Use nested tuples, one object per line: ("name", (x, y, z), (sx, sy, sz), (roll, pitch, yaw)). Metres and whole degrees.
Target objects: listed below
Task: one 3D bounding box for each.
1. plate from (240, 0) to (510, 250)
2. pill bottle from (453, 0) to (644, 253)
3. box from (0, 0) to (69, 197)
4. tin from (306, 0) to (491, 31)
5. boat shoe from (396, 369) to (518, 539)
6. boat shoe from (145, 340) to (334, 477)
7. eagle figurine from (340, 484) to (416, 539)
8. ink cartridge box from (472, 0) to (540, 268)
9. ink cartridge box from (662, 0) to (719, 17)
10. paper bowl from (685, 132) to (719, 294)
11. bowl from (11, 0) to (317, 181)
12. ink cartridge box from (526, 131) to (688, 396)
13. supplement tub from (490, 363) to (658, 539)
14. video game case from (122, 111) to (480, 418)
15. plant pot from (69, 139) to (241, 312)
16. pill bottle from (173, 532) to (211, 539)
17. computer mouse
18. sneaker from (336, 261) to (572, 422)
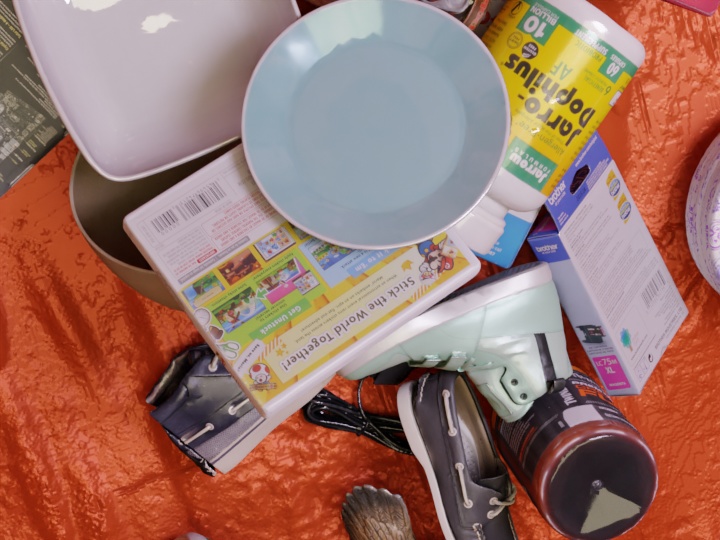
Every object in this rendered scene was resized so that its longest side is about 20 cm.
("plate", (0.011, -0.107, 1.344), (0.199, 0.026, 0.201), (-1, 72, 2))
("pill bottle", (0.120, -0.118, 1.407), (0.113, 0.113, 0.200), (33, 98, -19))
("box", (-0.313, -0.169, 1.435), (0.160, 0.044, 0.200), (-43, 111, 4))
("tin", (0.017, -0.246, 1.421), (0.200, 0.042, 0.112), (31, 110, 26))
("boat shoe", (0.098, 0.178, 1.552), (0.060, 0.074, 0.201), (-22, 91, 31))
("boat shoe", (-0.093, 0.080, 1.543), (0.200, 0.075, 0.093), (-46, 118, 6))
("eagle figurine", (0.068, 0.282, 1.608), (0.199, 0.151, 0.152), (20, 71, -36))
("ink cartridge box", (0.097, -0.125, 1.513), (0.146, 0.086, 0.201), (23, 100, -18))
("ink cartridge box", (0.186, -0.281, 1.449), (0.199, 0.148, 0.086), (20, 102, -18))
("paper bowl", (0.379, -0.054, 1.585), (0.199, 0.104, 0.202), (-3, 107, -10))
("bowl", (-0.151, -0.185, 1.394), (0.199, 0.075, 0.201), (-24, 96, -5))
("ink cartridge box", (0.208, -0.006, 1.564), (0.119, 0.042, 0.201), (-50, 121, -42))
("supplement tub", (0.173, 0.143, 1.552), (0.106, 0.200, 0.108), (-4, 110, -12))
("video game case", (-0.043, -0.018, 1.340), (0.200, 0.023, 0.182), (-33, 75, -18))
("plant pot", (-0.118, -0.041, 1.457), (0.199, 0.201, 0.135), (-21, 144, -5))
("pill bottle", (-0.091, 0.320, 1.600), (0.199, 0.113, 0.113), (30, 99, -18))
("computer mouse", (0.047, 0.071, 1.585), (0.140, 0.046, 0.201), (25, 101, -17))
("sneaker", (0.081, 0.080, 1.490), (0.199, 0.074, 0.119), (-20, 96, -10))
